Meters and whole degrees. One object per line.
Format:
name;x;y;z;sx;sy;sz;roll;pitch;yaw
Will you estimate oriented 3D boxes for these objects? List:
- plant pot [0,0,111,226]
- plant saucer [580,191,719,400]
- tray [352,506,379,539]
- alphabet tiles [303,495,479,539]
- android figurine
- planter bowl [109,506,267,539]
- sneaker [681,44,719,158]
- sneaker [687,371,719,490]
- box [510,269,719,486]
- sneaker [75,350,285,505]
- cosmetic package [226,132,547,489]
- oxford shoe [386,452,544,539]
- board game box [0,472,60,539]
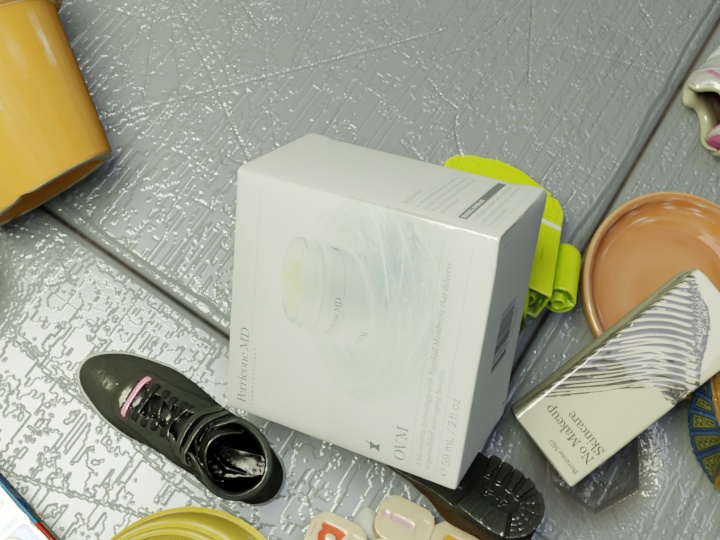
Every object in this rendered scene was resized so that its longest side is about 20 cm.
plant pot;-0.304;-0.142;0.734;0.200;0.200;0.184;-35;98;-17
plant saucer;0.301;0.025;0.866;0.198;0.037;0.202;2;75;-9
tray;0.053;0.299;0.752;0.200;0.022;0.108;38;71;2
alphabet tiles;0.030;0.283;0.712;0.195;0.015;0.201;26;55;1
android figurine;0.115;-0.032;0.811;0.181;0.041;0.201;23;44;-4
planter bowl;-0.148;0.264;0.655;0.199;0.084;0.202;-5;63;11
sneaker;0.392;-0.131;0.909;0.088;0.081;0.201;-28;73;-15
sneaker;0.363;0.173;0.816;0.088;0.075;0.201;-24;97;-28
box;0.231;0.091;0.784;0.200;0.068;0.082;-41;85;3
sneaker;-0.144;0.119;0.727;0.199;0.099;0.071;33;73;2
cosmetic package;0.014;0.023;0.687;0.199;0.201;0.123;16;26;21
oxford shoe;0.061;0.165;0.766;0.073;0.085;0.200;-38;63;-21
board game box;-0.366;0.208;0.684;0.200;0.056;0.196;-42;85;-18
